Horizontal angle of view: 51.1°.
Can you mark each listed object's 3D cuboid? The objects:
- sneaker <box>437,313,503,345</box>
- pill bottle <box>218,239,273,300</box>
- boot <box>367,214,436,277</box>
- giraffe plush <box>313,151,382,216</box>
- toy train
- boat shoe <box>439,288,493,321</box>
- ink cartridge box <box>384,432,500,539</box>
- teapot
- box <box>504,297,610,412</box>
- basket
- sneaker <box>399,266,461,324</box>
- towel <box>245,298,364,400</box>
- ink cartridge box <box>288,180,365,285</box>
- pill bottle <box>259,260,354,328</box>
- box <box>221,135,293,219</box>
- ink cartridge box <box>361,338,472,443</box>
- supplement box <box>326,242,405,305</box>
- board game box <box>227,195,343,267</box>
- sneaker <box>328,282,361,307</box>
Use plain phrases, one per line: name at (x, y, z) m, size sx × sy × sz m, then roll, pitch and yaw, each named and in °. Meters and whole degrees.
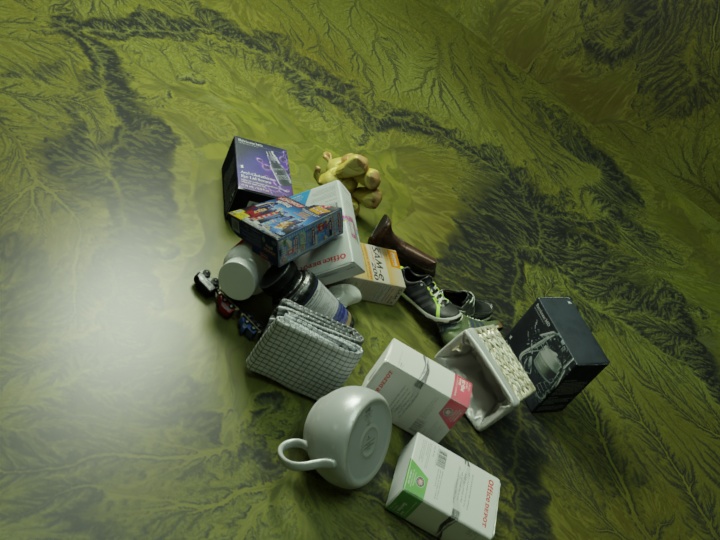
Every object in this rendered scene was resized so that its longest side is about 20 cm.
sneaker at (0.269, 0.138, 1.871) m, size 0.198 × 0.067 × 0.091 m, roll -16°, pitch 64°, yaw -41°
pill bottle at (-0.227, -0.017, 1.620) m, size 0.111 × 0.113 × 0.200 m, roll 33°, pitch 28°, yaw 0°
boot at (0.122, -0.056, 1.907) m, size 0.198 × 0.186 × 0.065 m, roll 33°, pitch 82°, yaw -2°
giraffe plush at (-0.041, -0.248, 2.018) m, size 0.196 × 0.175 × 0.163 m, roll -6°, pitch 30°, yaw 6°
toy train at (-0.276, 0.074, 1.576) m, size 0.200 × 0.034 × 0.046 m, roll 42°, pitch 42°, yaw 11°
boat shoe at (0.268, 0.088, 1.928) m, size 0.197 × 0.068 × 0.073 m, roll 10°, pitch 42°, yaw -30°
ink cartridge box at (0.164, 0.436, 1.468) m, size 0.198 × 0.085 × 0.147 m, roll 31°, pitch 38°, yaw -4°
teapot at (-0.043, 0.304, 1.412) m, size 0.144 × 0.200 × 0.200 m, roll 10°, pitch 68°, yaw 31°
box at (0.466, 0.205, 1.838) m, size 0.122 × 0.198 × 0.202 m, roll 3°, pitch 46°, yaw -33°
basket at (0.286, 0.236, 1.713) m, size 0.122 × 0.136 × 0.202 m, roll -13°, pitch 65°, yaw -46°
sneaker at (0.161, 0.056, 1.834) m, size 0.198 × 0.084 × 0.071 m, roll 30°, pitch 36°, yaw 23°
towel at (-0.110, 0.161, 1.498) m, size 0.197 × 0.167 × 0.086 m, roll 25°, pitch 36°, yaw -13°
ink cartridge box at (-0.082, -0.075, 1.673) m, size 0.085 × 0.142 × 0.204 m, roll 42°, pitch 35°, yaw -63°
pill bottle at (-0.112, 0.071, 1.554) m, size 0.200 × 0.111 × 0.113 m, roll 47°, pitch 32°, yaw -24°
box at (-0.253, -0.214, 1.839) m, size 0.145 × 0.105 × 0.202 m, roll 11°, pitch 44°, yaw -25°
ink cartridge box at (0.112, 0.255, 1.572) m, size 0.198 × 0.147 × 0.083 m, roll 31°, pitch 37°, yaw -4°
supplement box at (0.000, 0.000, 1.820) m, size 0.197 × 0.074 × 0.128 m, roll 11°, pitch 44°, yaw -27°
board game box at (-0.144, -0.093, 1.581) m, size 0.197 × 0.063 × 0.199 m, roll -20°, pitch 31°, yaw -33°
sneaker at (-0.077, 0.085, 1.692) m, size 0.197 × 0.075 × 0.088 m, roll -13°, pitch 68°, yaw -35°
